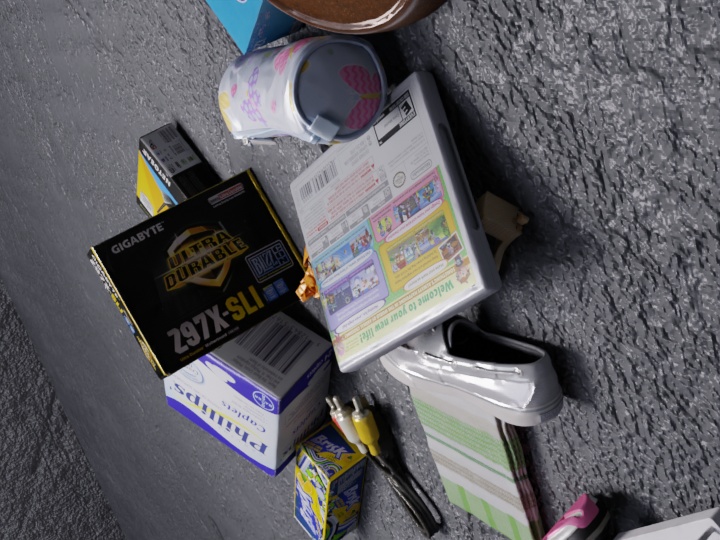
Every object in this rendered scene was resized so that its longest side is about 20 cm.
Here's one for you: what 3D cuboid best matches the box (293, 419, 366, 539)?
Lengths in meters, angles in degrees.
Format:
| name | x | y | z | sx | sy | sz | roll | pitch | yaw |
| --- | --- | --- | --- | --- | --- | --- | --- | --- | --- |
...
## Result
| name | x | y | z | sx | sy | sz | roll | pitch | yaw |
| --- | --- | --- | --- | --- | --- | --- | --- | --- | --- |
| box | -0.041 | 0.284 | 1.315 | 0.070 | 0.064 | 0.200 | 44 | 149 | 28 |

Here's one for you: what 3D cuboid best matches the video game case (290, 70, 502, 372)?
| name | x | y | z | sx | sy | sz | roll | pitch | yaw |
| --- | --- | --- | --- | --- | --- | --- | --- | --- | --- |
| video game case | 0.020 | -0.033 | 0.824 | 0.200 | 0.022 | 0.182 | -35 | 66 | 48 |

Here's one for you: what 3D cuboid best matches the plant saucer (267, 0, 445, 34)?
| name | x | y | z | sx | sy | sz | roll | pitch | yaw |
| --- | --- | --- | --- | --- | --- | --- | --- | --- | --- |
| plant saucer | -0.027 | -0.235 | 0.700 | 0.200 | 0.035 | 0.200 | 21 | 151 | 12 |

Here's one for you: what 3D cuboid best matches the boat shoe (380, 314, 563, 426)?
| name | x | y | z | sx | sy | sz | roll | pitch | yaw |
| --- | --- | --- | --- | --- | --- | --- | --- | --- | --- |
| boat shoe | 0.087 | 0.072 | 0.873 | 0.200 | 0.072 | 0.069 | 24 | 133 | 51 |

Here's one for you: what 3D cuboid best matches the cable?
| name | x | y | z | sx | sy | sz | roll | pitch | yaw |
| --- | --- | --- | --- | --- | --- | --- | --- | --- | --- |
| cable | 0.018 | 0.225 | 1.165 | 0.097 | 0.050 | 0.200 | -8 | 108 | 63 |

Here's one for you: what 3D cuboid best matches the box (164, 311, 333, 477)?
| name | x | y | z | sx | sy | sz | roll | pitch | yaw |
| --- | --- | --- | --- | --- | --- | --- | --- | --- | --- |
| box | -0.141 | 0.129 | 1.235 | 0.184 | 0.105 | 0.200 | 31 | 146 | 17 |

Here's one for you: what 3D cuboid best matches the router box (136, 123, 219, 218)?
| name | x | y | z | sx | sy | sz | roll | pitch | yaw |
| --- | --- | --- | --- | --- | --- | --- | --- | --- | --- |
| router box | -0.204 | -0.063 | 1.263 | 0.200 | 0.051 | 0.149 | 50 | 152 | 16 |

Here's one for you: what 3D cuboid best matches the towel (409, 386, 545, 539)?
| name | x | y | z | sx | sy | sz | roll | pitch | yaw |
| --- | --- | --- | --- | --- | --- | --- | --- | --- | --- |
| towel | 0.112 | 0.169 | 0.982 | 0.149 | 0.031 | 0.200 | 22 | 137 | 54 |

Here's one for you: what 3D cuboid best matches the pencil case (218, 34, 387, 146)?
| name | x | y | z | sx | sy | sz | roll | pitch | yaw |
| --- | --- | --- | --- | --- | --- | --- | --- | --- | --- |
| pencil case | -0.055 | -0.149 | 0.853 | 0.083 | 0.091 | 0.200 | 43 | 167 | -24 |

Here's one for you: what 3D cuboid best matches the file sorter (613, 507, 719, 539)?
| name | x | y | z | sx | sy | sz | roll | pitch | yaw |
| --- | --- | --- | --- | --- | --- | --- | --- | --- | --- |
| file sorter | 0.253 | 0.299 | 0.731 | 0.200 | 0.124 | 0.139 | 50 | 153 | 6 |

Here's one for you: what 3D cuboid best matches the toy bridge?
| name | x | y | z | sx | sy | sz | roll | pitch | yaw |
| --- | --- | --- | --- | --- | --- | --- | --- | --- | --- |
| toy bridge | 0.074 | 0.002 | 0.832 | 0.067 | 0.027 | 0.200 | 26 | 144 | -20 |

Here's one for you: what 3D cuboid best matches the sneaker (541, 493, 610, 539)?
| name | x | y | z | sx | sy | sz | roll | pitch | yaw |
| --- | --- | --- | --- | --- | --- | --- | --- | --- | --- |
| sneaker | 0.198 | 0.271 | 0.880 | 0.087 | 0.074 | 0.200 | 36 | 144 | 29 |

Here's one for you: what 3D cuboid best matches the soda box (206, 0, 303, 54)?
| name | x | y | z | sx | sy | sz | roll | pitch | yaw |
| --- | --- | --- | --- | --- | --- | --- | --- | --- | --- |
| soda box | -0.068 | -0.265 | 0.810 | 0.068 | 0.064 | 0.200 | 55 | 152 | 10 |

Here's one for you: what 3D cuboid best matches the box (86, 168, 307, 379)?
| name | x | y | z | sx | sy | sz | roll | pitch | yaw |
| --- | --- | --- | --- | --- | --- | --- | --- | --- | --- |
| box | -0.171 | 0.002 | 1.107 | 0.160 | 0.200 | 0.049 | 61 | 155 | -1 |

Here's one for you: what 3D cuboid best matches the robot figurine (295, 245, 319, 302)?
| name | x | y | z | sx | sy | sz | roll | pitch | yaw |
| --- | --- | --- | --- | --- | --- | --- | --- | --- | --- |
| robot figurine | 0.000 | 0.000 | 0.963 | 0.145 | 0.058 | 0.200 | 52 | 153 | 14 |
